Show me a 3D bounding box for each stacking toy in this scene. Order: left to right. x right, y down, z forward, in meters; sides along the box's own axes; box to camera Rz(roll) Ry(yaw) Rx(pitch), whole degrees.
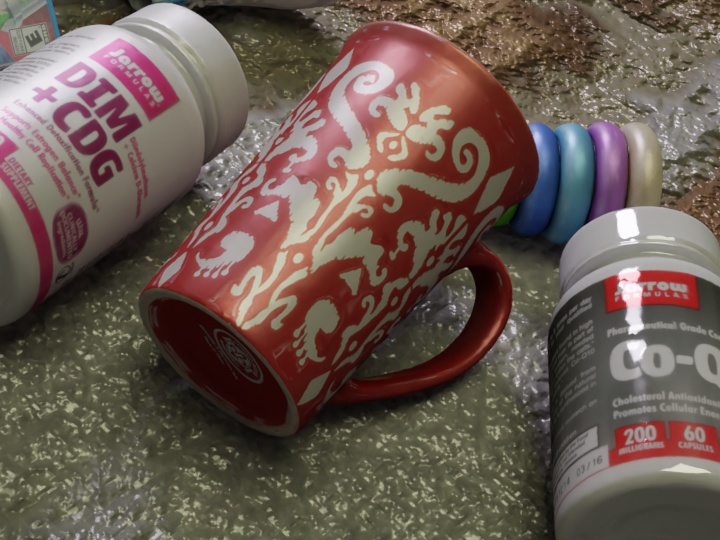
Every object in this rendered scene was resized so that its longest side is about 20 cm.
[{"bbox_3d":[0.080,-0.058,1.022,0.199,0.086,0.086,5,46,-6],"label":"stacking toy"}]

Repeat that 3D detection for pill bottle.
[{"bbox_3d":[-0.157,-0.065,0.903,0.113,0.114,0.200,35,46,14],"label":"pill bottle"},{"bbox_3d":[0.159,0.066,0.898,0.113,0.114,0.200,12,45,-9],"label":"pill bottle"}]

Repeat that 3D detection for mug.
[{"bbox_3d":[0.002,-0.005,0.880,0.177,0.133,0.200,42,64,-1],"label":"mug"}]

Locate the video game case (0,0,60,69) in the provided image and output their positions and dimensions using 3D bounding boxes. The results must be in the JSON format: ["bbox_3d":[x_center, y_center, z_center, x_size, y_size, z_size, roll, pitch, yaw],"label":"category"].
[{"bbox_3d":[-0.284,-0.178,0.968,0.199,0.018,0.144,-16,96,-31],"label":"video game case"}]

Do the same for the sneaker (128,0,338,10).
[{"bbox_3d":[-0.107,-0.195,1.085,0.199,0.075,0.087,11,53,-1],"label":"sneaker"}]
